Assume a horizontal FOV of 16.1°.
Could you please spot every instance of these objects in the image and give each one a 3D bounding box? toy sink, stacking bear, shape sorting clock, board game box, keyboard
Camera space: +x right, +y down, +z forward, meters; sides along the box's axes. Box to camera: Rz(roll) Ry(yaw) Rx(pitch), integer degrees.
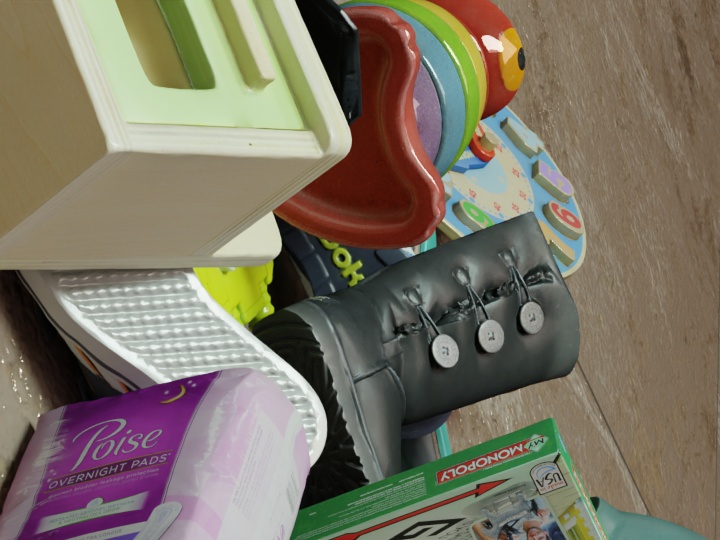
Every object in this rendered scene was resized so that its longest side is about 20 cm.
[{"bbox_3d":[-0.089,-0.082,1.110,0.200,0.112,0.131,1,62,-51],"label":"toy sink"},{"bbox_3d":[0.023,-0.097,1.344,0.200,0.113,0.122,-36,119,-59],"label":"stacking bear"},{"bbox_3d":[0.075,-0.074,1.685,0.200,0.039,0.200,29,32,-21],"label":"shape sorting clock"},{"bbox_3d":[0.026,0.160,1.257,0.029,0.199,0.135,-98,164,-55],"label":"board game box"},{"bbox_3d":[-0.060,-0.148,1.210,0.200,0.040,0.104,45,-27,25],"label":"keyboard"}]

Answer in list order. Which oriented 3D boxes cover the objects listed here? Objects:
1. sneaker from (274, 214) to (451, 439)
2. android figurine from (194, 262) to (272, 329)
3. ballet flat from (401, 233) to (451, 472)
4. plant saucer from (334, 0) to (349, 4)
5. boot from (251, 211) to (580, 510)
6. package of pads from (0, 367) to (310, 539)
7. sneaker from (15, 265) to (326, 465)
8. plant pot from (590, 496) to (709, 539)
[{"bbox_3d":[0.000,0.000,1.438,0.200,0.074,0.082,64,7,7],"label":"sneaker"},{"bbox_3d":[-0.089,-0.053,1.299,0.182,0.041,0.201,-44,117,-68],"label":"android figurine"},{"bbox_3d":[0.017,0.054,1.491,0.073,0.073,0.201,-4,89,-70],"label":"ballet flat"},{"bbox_3d":[-0.020,-0.162,1.439,0.200,0.032,0.201,30,51,-45],"label":"plant saucer"},{"bbox_3d":[0.041,0.071,1.347,0.200,0.065,0.165,-22,105,-48],"label":"boot"},{"bbox_3d":[-0.097,0.130,1.060,0.200,0.120,0.076,-73,144,-54],"label":"package of pads"},{"bbox_3d":[-0.106,0.026,1.183,0.200,0.079,0.078,51,60,-7],"label":"sneaker"},{"bbox_3d":[0.154,0.230,1.621,0.134,0.200,0.200,46,24,-3],"label":"plant pot"}]
